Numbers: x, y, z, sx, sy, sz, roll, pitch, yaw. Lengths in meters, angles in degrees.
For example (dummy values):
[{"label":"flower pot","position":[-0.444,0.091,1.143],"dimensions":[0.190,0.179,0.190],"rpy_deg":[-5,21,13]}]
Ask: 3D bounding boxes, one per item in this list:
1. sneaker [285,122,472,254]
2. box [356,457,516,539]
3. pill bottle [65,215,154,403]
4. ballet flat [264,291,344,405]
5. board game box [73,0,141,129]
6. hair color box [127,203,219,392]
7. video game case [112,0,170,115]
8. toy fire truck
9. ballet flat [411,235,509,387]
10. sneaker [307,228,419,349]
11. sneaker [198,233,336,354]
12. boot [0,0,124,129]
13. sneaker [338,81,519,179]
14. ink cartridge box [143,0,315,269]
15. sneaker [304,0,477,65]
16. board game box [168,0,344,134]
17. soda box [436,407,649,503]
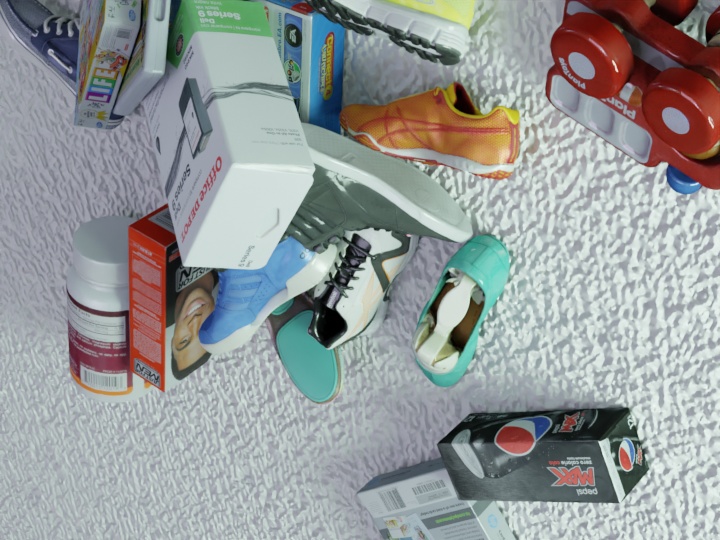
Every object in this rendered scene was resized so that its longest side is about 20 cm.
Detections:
[{"label":"sneaker","position":[0.003,-0.054,1.277],"dimensions":[0.198,0.071,0.100],"rpy_deg":[24,121,-17]},{"label":"box","position":[0.101,0.303,1.482],"dimensions":[0.155,0.041,0.202],"rpy_deg":[-25,96,47]},{"label":"pill bottle","position":[-0.289,0.045,1.620],"dimensions":[0.113,0.114,0.202],"rpy_deg":[28,130,26]},{"label":"ballet flat","position":[-0.071,0.049,1.464],"dimensions":[0.069,0.071,0.201],"rpy_deg":[-34,81,8]},{"label":"board game box","position":[-0.246,-0.244,1.338],"dimensions":[0.200,0.034,0.137],"rpy_deg":[130,142,-60]},{"label":"hair color box","position":[-0.207,0.025,1.543],"dimensions":[0.061,0.101,0.202],"rpy_deg":[27,131,26]},{"label":"video game case","position":[-0.204,-0.255,1.305],"dimensions":[0.200,0.022,0.185],"rpy_deg":[166,109,-71]},{"label":"toy fire truck","position":[0.234,-0.138,1.063],"dimensions":[0.199,0.112,0.169],"rpy_deg":[36,158,20]},{"label":"ballet flat","position":[0.083,0.050,1.323],"dimensions":[0.067,0.070,0.201],"rpy_deg":[37,134,17]},{"label":"sneaker","position":[0.000,0.000,1.361],"dimensions":[0.073,0.080,0.202],"rpy_deg":[34,131,24]},{"label":"sneaker","position":[-0.125,0.000,1.365],"dimensions":[0.111,0.077,0.199],"rpy_deg":[38,132,-19]},{"label":"boot","position":[-0.315,-0.255,1.502],"dimensions":[0.200,0.073,0.090],"rpy_deg":[45,129,0]},{"label":"sneaker","position":[0.065,-0.133,1.244],"dimensions":[0.198,0.073,0.078],"rpy_deg":[14,96,37]},{"label":"ink cartridge box","position":[-0.123,-0.123,1.242],"dimensions":[0.147,0.083,0.202],"rpy_deg":[-58,41,44]},{"label":"sneaker","position":[0.017,-0.253,1.195],"dimensions":[0.198,0.078,0.091],"rpy_deg":[26,88,16]},{"label":"board game box","position":[-0.109,-0.194,1.356],"dimensions":[0.194,0.056,0.202],"rpy_deg":[26,129,29]},{"label":"soda box","position":[0.173,0.179,1.326],"dimensions":[0.198,0.063,0.072],"rpy_deg":[-9,109,44]}]
